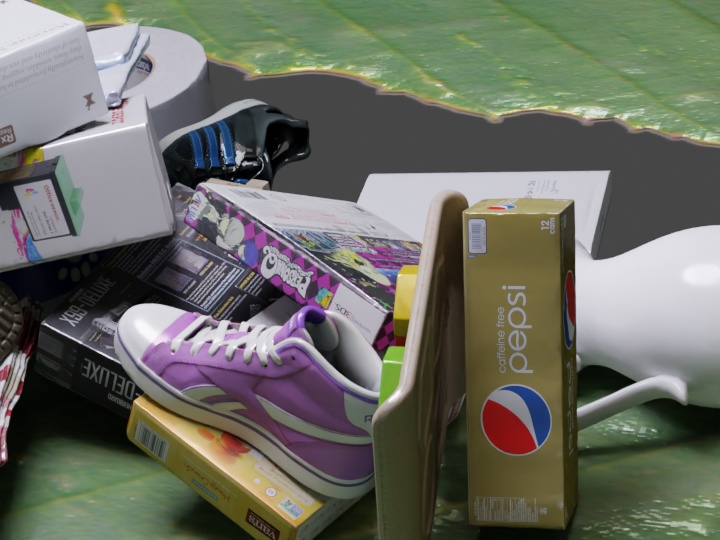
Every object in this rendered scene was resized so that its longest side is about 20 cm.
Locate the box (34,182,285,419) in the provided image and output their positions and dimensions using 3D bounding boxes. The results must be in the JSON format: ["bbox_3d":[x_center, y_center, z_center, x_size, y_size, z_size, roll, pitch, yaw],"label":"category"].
[{"bbox_3d":[-0.116,0.034,1.568,0.157,0.050,0.200,25,41,12],"label":"box"}]

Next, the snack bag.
[{"bbox_3d":[-0.260,-0.141,1.634,0.187,0.022,0.200,-10,19,5],"label":"snack bag"}]

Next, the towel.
[{"bbox_3d":[-0.286,0.110,1.514,0.144,0.023,0.200,-37,23,20],"label":"towel"}]

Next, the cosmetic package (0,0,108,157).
[{"bbox_3d":[-0.269,-0.144,1.530,0.101,0.075,0.200,-26,27,-27],"label":"cosmetic package"}]

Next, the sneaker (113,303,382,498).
[{"bbox_3d":[-0.064,0.049,1.383,0.199,0.115,0.073,27,43,15],"label":"sneaker"}]

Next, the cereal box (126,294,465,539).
[{"bbox_3d":[-0.039,0.093,1.460,0.143,0.040,0.200,34,44,19],"label":"cereal box"}]

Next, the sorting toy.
[{"bbox_3d":[0.034,0.079,1.346,0.036,0.186,0.201,6,43,11],"label":"sorting toy"}]

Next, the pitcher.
[{"bbox_3d":[0.204,0.049,1.468,0.199,0.121,0.172,1,50,37],"label":"pitcher"}]

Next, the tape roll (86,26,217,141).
[{"bbox_3d":[-0.230,-0.148,1.953,0.198,0.067,0.201,-8,30,4],"label":"tape roll"}]

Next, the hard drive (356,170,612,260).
[{"bbox_3d":[0.092,-0.038,1.716,0.198,0.026,0.132,0,31,15],"label":"hard drive"}]

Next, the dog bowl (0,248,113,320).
[{"bbox_3d":[-0.286,-0.032,1.759,0.198,0.079,0.201,-7,30,4],"label":"dog bowl"}]

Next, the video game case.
[{"bbox_3d":[0.000,0.000,1.528,0.181,0.036,0.199,34,15,29],"label":"video game case"}]

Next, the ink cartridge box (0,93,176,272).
[{"bbox_3d":[-0.236,-0.057,1.540,0.198,0.085,0.145,-12,14,-4],"label":"ink cartridge box"}]

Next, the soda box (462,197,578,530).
[{"bbox_3d":[0.102,0.058,1.372,0.063,0.202,0.068,1,9,14],"label":"soda box"}]

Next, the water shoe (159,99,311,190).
[{"bbox_3d":[-0.114,-0.087,1.812,0.078,0.072,0.200,13,37,29],"label":"water shoe"}]

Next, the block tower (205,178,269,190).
[{"bbox_3d":[-0.142,-0.003,1.694,0.057,0.054,0.200,12,36,30],"label":"block tower"}]

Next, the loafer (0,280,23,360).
[{"bbox_3d":[-0.315,0.082,1.484,0.200,0.076,0.067,-42,22,-23],"label":"loafer"}]
